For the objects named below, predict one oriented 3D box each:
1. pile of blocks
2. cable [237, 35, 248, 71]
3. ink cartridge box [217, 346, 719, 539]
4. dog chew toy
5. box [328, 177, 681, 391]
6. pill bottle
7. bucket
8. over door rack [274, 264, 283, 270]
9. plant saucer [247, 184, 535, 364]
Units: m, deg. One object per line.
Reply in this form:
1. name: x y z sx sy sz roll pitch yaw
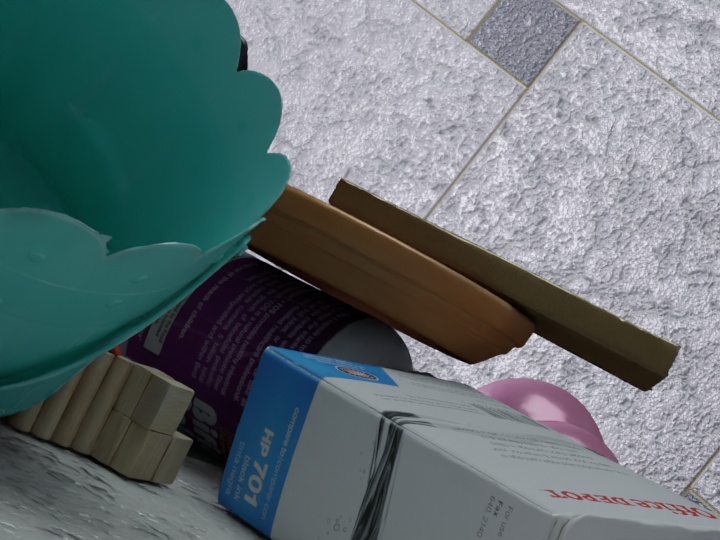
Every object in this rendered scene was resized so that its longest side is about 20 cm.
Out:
1. pile of blocks: -0.155 0.029 0.775 0.199 0.062 0.082 28 -1 -31
2. cable: -0.147 -0.115 0.969 0.199 0.051 0.163 13 -17 13
3. ink cartridge box: 0.054 0.112 0.803 0.146 0.086 0.200 14 10 -43
4. dog chew toy: 0.121 0.149 1.168 0.124 0.125 0.200 27 7 -20
5. box: 0.081 0.011 0.987 0.199 0.021 0.163 28 -3 8
6. pill bottle: -0.042 0.063 0.987 0.199 0.113 0.112 26 -1 28
7. bucket: -0.145 -0.051 0.682 0.206 0.135 0.208 28 37 -24
8. over door rack: -0.140 -0.035 1.142 0.147 0.067 0.200 -4 -7 12
9. plant saucer: 0.000 0.000 0.966 0.199 0.038 0.200 27 -3 1
